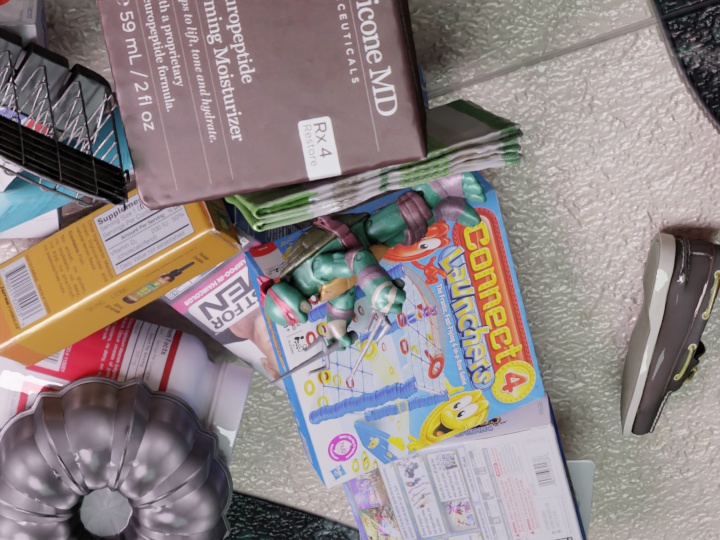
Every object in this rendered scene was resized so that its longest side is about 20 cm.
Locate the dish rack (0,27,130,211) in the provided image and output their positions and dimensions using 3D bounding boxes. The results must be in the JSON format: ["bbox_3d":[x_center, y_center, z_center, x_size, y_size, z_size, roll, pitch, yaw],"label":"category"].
[{"bbox_3d":[-0.229,-0.100,1.554,0.153,0.200,0.055,23,114,-24],"label":"dish rack"}]

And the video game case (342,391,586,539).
[{"bbox_3d":[0.088,0.198,1.931,0.180,0.046,0.201,-12,131,7],"label":"video game case"}]

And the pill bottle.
[{"bbox_3d":[-0.191,0.094,1.850,0.198,0.113,0.113,15,130,-2],"label":"pill bottle"}]

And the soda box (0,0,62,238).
[{"bbox_3d":[-0.259,-0.119,1.708,0.063,0.069,0.201,-2,131,-2],"label":"soda box"}]

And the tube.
[{"bbox_3d":[-0.215,-0.069,1.674,0.050,0.200,0.078,46,130,7],"label":"tube"}]

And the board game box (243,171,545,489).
[{"bbox_3d":[0.030,0.044,1.812,0.194,0.056,0.201,-22,120,-10],"label":"board game box"}]

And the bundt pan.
[{"bbox_3d":[-0.195,0.186,1.771,0.200,0.076,0.204,-1,102,-4],"label":"bundt pan"}]

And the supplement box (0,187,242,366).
[{"bbox_3d":[-0.194,-0.003,1.750,0.199,0.069,0.067,-26,161,10],"label":"supplement box"}]

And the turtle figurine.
[{"bbox_3d":[0.000,0.000,1.680,0.200,0.150,0.101,-40,97,-11],"label":"turtle figurine"}]

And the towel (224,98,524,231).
[{"bbox_3d":[0.005,-0.073,1.624,0.198,0.149,0.031,-17,105,-10],"label":"towel"}]

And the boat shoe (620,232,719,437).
[{"bbox_3d":[0.254,0.060,1.893,0.060,0.072,0.202,6,129,-3],"label":"boat shoe"}]

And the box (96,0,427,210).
[{"bbox_3d":[-0.064,-0.155,1.589,0.198,0.164,0.167,-10,106,4],"label":"box"}]

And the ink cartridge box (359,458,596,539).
[{"bbox_3d":[0.098,0.180,1.993,0.198,0.068,0.116,-1,132,-2],"label":"ink cartridge box"}]

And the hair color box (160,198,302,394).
[{"bbox_3d":[-0.066,0.023,1.850,0.100,0.061,0.200,-35,125,25],"label":"hair color box"}]

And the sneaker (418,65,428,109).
[{"bbox_3d":[-0.044,-0.125,1.723,0.198,0.076,0.078,2,113,-9],"label":"sneaker"}]
